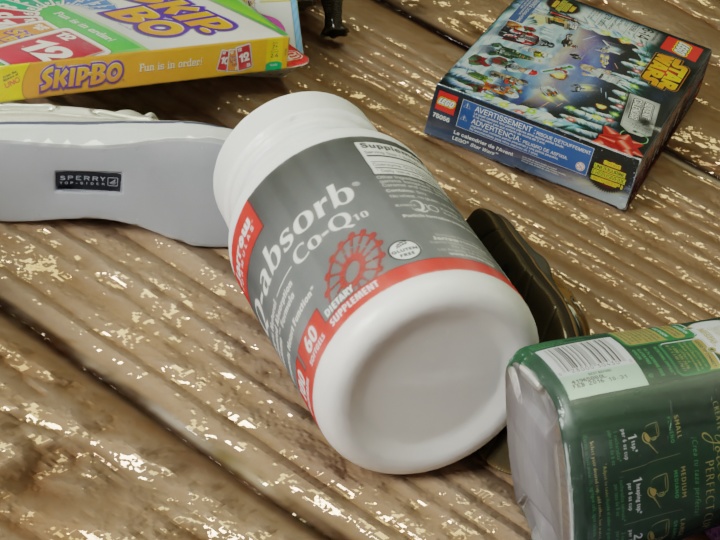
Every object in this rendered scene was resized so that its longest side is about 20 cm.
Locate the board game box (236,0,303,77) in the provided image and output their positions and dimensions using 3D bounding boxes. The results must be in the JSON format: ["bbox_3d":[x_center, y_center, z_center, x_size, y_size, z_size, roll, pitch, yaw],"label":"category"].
[{"bbox_3d":[-0.137,-0.190,1.359,0.200,0.034,0.135,0,76,-29],"label":"board game box"}]

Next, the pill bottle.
[{"bbox_3d":[0.000,0.000,1.117,0.116,0.116,0.200,-2,34,-24],"label":"pill bottle"}]

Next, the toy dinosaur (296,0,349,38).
[{"bbox_3d":[-0.031,-0.214,1.437,0.077,0.200,0.103,-4,72,-10],"label":"toy dinosaur"}]

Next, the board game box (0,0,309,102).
[{"bbox_3d":[-0.134,-0.134,1.274,0.200,0.030,0.096,-7,30,-32],"label":"board game box"}]

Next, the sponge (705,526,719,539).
[{"bbox_3d":[0.217,0.108,1.113,0.111,0.030,0.200,0,34,-21],"label":"sponge"}]

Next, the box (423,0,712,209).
[{"bbox_3d":[0.138,-0.117,1.437,0.137,0.040,0.200,22,31,11],"label":"box"}]

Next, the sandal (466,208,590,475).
[{"bbox_3d":[0.085,0.037,1.151,0.055,0.082,0.200,27,18,-22],"label":"sandal"}]

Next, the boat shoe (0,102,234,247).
[{"bbox_3d":[-0.126,-0.061,1.215,0.199,0.071,0.070,2,35,-7],"label":"boat shoe"}]

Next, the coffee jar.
[{"bbox_3d":[0.172,0.067,1.036,0.199,0.105,0.085,-12,25,-14],"label":"coffee jar"}]
